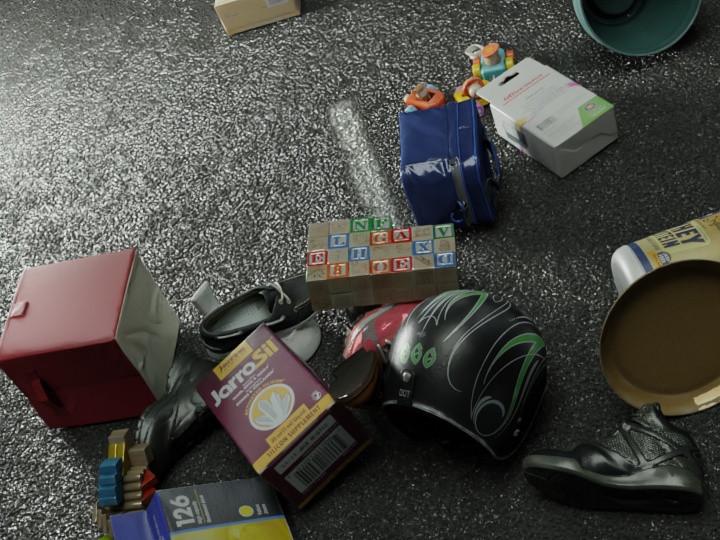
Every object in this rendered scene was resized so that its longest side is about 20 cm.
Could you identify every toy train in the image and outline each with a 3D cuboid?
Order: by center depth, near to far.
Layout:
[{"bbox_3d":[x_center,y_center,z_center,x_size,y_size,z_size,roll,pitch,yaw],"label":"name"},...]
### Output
[{"bbox_3d":[0.164,-0.320,1.890,0.150,0.056,0.200,25,62,38],"label":"toy train"}]

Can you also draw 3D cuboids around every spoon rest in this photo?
[{"bbox_3d":[-0.147,0.079,1.643,0.200,0.061,0.099,24,61,23],"label":"spoon rest"}]

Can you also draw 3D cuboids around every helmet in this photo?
[{"bbox_3d":[0.130,0.116,1.387,0.200,0.200,0.191,13,65,32],"label":"helmet"}]

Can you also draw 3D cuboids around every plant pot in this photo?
[{"bbox_3d":[0.370,0.074,1.327,0.200,0.200,0.027,-20,24,4],"label":"plant pot"},{"bbox_3d":[0.422,-0.446,1.825,0.200,0.200,0.134,-25,16,-2],"label":"plant pot"}]

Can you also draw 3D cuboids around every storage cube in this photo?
[{"bbox_3d":[-0.379,0.096,1.631,0.180,0.171,0.200,-10,45,14],"label":"storage cube"}]

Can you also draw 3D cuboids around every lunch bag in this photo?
[{"bbox_3d":[0.136,-0.151,1.678,0.132,0.136,0.200,-12,45,12],"label":"lunch bag"}]

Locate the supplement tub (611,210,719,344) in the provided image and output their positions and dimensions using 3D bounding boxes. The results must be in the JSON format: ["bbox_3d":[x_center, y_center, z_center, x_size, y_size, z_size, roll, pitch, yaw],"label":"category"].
[{"bbox_3d":[0.422,0.008,1.397,0.200,0.144,0.144,-21,43,3],"label":"supplement tub"}]

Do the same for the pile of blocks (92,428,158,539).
[{"bbox_3d":[-0.287,0.290,1.430,0.062,0.082,0.200,-10,67,12],"label":"pile of blocks"}]

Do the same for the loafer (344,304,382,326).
[{"bbox_3d":[0.000,0.000,1.637,0.070,0.070,0.200,-17,44,7],"label":"loafer"}]

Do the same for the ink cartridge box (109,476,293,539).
[{"bbox_3d":[-0.176,0.334,1.347,0.200,0.047,0.198,-3,39,-23],"label":"ink cartridge box"}]

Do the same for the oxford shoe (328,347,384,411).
[{"bbox_3d":[0.008,0.141,1.397,0.071,0.071,0.200,-37,1,3],"label":"oxford shoe"}]

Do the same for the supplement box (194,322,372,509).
[{"bbox_3d":[-0.099,0.180,1.458,0.131,0.103,0.200,-44,42,-5],"label":"supplement box"}]

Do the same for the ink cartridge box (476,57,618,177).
[{"bbox_3d":[0.281,-0.237,1.750,0.117,0.067,0.200,-35,45,-11],"label":"ink cartridge box"}]

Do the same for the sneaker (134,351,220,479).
[{"bbox_3d":[-0.236,0.198,1.548,0.091,0.076,0.200,11,57,19],"label":"sneaker"}]

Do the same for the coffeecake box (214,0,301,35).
[{"bbox_3d":[-0.200,-0.567,2.272,0.153,0.073,0.200,-14,44,11],"label":"coffeecake box"}]

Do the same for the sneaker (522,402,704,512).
[{"bbox_3d":[0.288,0.210,1.311,0.199,0.076,0.114,-1,46,18],"label":"sneaker"}]

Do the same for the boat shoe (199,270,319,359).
[{"bbox_3d":[-0.128,0.053,1.584,0.200,0.060,0.076,-33,56,-15],"label":"boat shoe"}]

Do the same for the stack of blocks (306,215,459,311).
[{"bbox_3d":[0.030,-0.015,1.552,0.200,0.059,0.115,-5,43,6],"label":"stack of blocks"}]

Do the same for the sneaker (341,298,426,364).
[{"bbox_3d":[0.054,0.080,1.535,0.087,0.074,0.200,24,60,36],"label":"sneaker"}]
